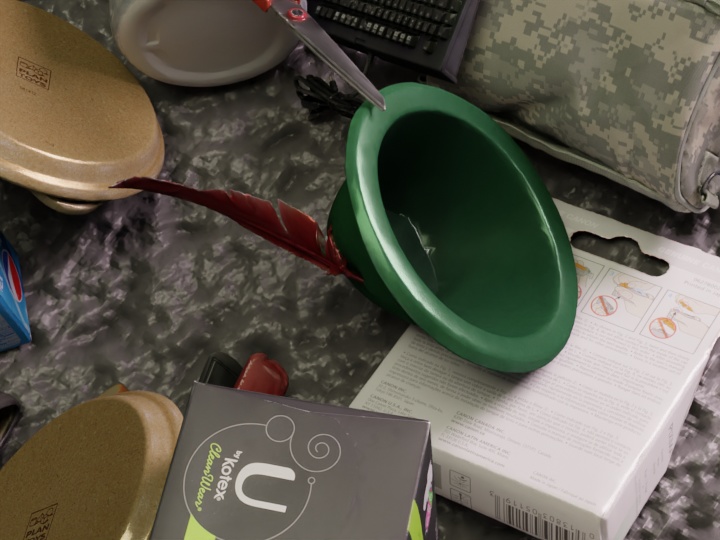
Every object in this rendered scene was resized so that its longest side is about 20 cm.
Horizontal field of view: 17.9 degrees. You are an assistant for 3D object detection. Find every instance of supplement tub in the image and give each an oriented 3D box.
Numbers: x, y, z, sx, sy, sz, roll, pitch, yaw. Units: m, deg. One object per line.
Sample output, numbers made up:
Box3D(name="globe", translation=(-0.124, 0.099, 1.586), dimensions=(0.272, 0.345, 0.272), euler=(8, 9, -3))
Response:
Box3D(name="supplement tub", translation=(-0.102, -0.226, 1.431), dimensions=(0.122, 0.123, 0.200), euler=(-12, 59, 7))

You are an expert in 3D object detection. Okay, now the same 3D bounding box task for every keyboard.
Box3D(name="keyboard", translation=(0.006, -0.142, 1.357), dimensions=(0.200, 0.021, 0.127), euler=(28, 103, 60))

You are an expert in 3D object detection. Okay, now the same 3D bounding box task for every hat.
Box3D(name="hat", translation=(0.000, 0.000, 1.296), dimensions=(0.176, 0.165, 0.200), euler=(-34, 69, 39))

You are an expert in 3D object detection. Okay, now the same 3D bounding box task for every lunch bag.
Box3D(name="lunch bag", translation=(0.147, -0.139, 1.316), dimensions=(0.200, 0.139, 0.168), euler=(26, 88, 28))

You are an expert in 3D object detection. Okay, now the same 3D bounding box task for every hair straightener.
Box3D(name="hair straightener", translation=(-0.109, 0.137, 1.295), dimensions=(0.077, 0.041, 0.200), euler=(4, 66, 45))

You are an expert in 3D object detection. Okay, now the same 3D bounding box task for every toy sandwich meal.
Box3D(name="toy sandwich meal", translation=(-0.146, 0.150, 1.209), dimensions=(0.205, 0.070, 0.205), euler=(-34, 34, 26))
Box3D(name="toy sandwich meal", translation=(-0.216, -0.096, 1.384), dimensions=(0.205, 0.205, 0.070), euler=(52, 124, 30))

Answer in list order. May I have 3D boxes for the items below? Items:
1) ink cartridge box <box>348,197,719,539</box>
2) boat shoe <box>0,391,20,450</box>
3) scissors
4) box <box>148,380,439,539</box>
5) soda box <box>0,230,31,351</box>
Box3D(name="ink cartridge box", translation=(0.110, 0.054, 1.285), dimensions=(0.161, 0.050, 0.200), euler=(21, 51, 23))
Box3D(name="boat shoe", translation=(-0.245, 0.119, 1.277), dimensions=(0.065, 0.073, 0.200), euler=(7, 36, 8))
Box3D(name="scissors", translation=(-0.048, -0.145, 1.279), dimensions=(0.073, 0.014, 0.200), euler=(-5, 44, -19))
Box3D(name="box", translation=(-0.033, 0.167, 1.148), dimensions=(0.124, 0.200, 0.149), euler=(9, 65, 8))
Box3D(name="soda box", translation=(-0.305, 0.030, 1.377), dimensions=(0.200, 0.064, 0.068), euler=(-17, 59, 4))
